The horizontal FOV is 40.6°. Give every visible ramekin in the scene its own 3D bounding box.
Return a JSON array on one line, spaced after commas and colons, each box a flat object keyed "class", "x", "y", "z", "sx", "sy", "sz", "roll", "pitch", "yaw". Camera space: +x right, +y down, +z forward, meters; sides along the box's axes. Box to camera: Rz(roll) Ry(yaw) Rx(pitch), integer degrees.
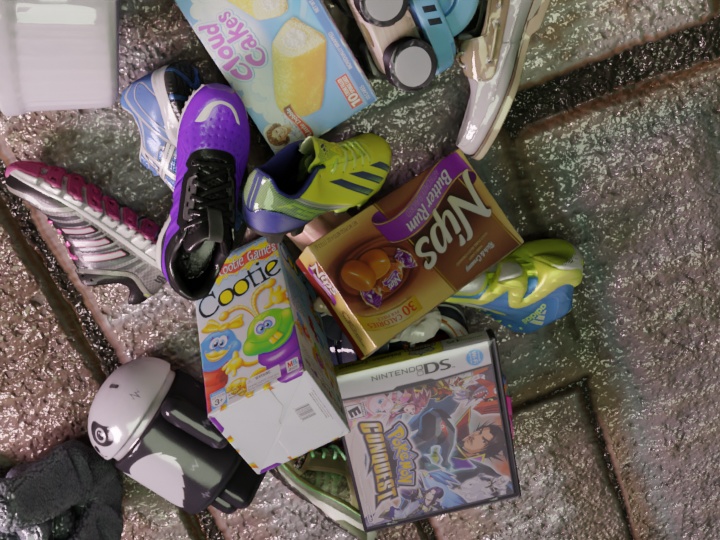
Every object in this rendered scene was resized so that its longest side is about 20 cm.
[{"class": "ramekin", "x": -0.255, "y": -0.232, "z": 0.825, "sx": 0.096, "sy": 0.201, "sz": 0.203, "roll": -1, "pitch": 115, "yaw": -14}]

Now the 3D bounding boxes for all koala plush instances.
[{"class": "koala plush", "x": -0.383, "y": 0.279, "z": 1.079, "sx": 0.198, "sy": 0.184, "sz": 0.179, "roll": -13, "pitch": 108, "yaw": 24}]

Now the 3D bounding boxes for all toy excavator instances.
[{"class": "toy excavator", "x": 0.070, "y": -0.291, "z": 0.892, "sx": 0.198, "sy": 0.100, "sz": 0.196, "roll": -30, "pitch": 115, "yaw": -6}]

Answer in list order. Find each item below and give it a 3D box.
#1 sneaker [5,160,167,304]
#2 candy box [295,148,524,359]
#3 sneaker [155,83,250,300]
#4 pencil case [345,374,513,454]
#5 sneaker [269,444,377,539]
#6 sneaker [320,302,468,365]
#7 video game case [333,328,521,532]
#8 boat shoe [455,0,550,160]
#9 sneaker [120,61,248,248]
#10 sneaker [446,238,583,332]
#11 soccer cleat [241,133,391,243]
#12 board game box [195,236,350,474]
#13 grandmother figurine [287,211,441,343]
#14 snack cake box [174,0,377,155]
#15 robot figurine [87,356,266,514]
[{"class": "sneaker", "x": -0.274, "y": -0.032, "z": 0.975, "sx": 0.199, "sy": 0.074, "sz": 0.088, "roll": 33, "pitch": 101, "yaw": -23}, {"class": "candy box", "x": 0.050, "y": -0.018, "z": 0.951, "sx": 0.199, "sy": 0.056, "sz": 0.117, "roll": -33, "pitch": 85, "yaw": -22}, {"class": "sneaker", "x": -0.135, "y": -0.062, "z": 0.880, "sx": 0.069, "sy": 0.100, "sz": 0.203, "roll": 6, "pitch": 114, "yaw": -21}, {"class": "pencil case", "x": 0.073, "y": 0.161, "z": 1.088, "sx": 0.197, "sy": 0.089, "sz": 0.090, "roll": -4, "pitch": 115, "yaw": -7}, {"class": "sneaker", "x": -0.041, "y": 0.230, "z": 1.135, "sx": 0.200, "sy": 0.077, "sz": 0.089, "roll": 43, "pitch": 73, "yaw": -19}, {"class": "sneaker", "x": 0.020, "y": 0.079, "z": 1.053, "sx": 0.197, "sy": 0.080, "sz": 0.079, "roll": -10, "pitch": 116, "yaw": 1}, {"class": "video game case", "x": 0.071, "y": 0.174, "z": 1.038, "sx": 0.178, "sy": 0.026, "sz": 0.203, "roll": -13, "pitch": 112, "yaw": -1}, {"class": "boat shoe", "x": 0.124, "y": -0.211, "z": 0.939, "sx": 0.067, "sy": 0.075, "sz": 0.203, "roll": 16, "pitch": 103, "yaw": -8}, {"class": "sneaker", "x": -0.168, "y": -0.108, "z": 0.964, "sx": 0.076, "sy": 0.076, "sz": 0.202, "roll": -5, "pitch": 120, "yaw": 25}, {"class": "sneaker", "x": 0.141, "y": 0.030, "z": 1.044, "sx": 0.197, "sy": 0.076, "sz": 0.106, "roll": -5, "pitch": 127, "yaw": 9}, {"class": "soccer cleat", "x": -0.032, "y": -0.095, "z": 0.917, "sx": 0.064, "sy": 0.199, "sz": 0.085, "roll": 33, "pitch": 133, "yaw": 25}, {"class": "board game box", "x": -0.093, "y": 0.077, "z": 0.962, "sx": 0.102, "sy": 0.201, "sz": 0.105, "roll": -25, "pitch": 131, "yaw": 7}, {"class": "grandmother figurine", "x": 0.000, "y": 0.000, "z": 0.988, "sx": 0.200, "sy": 0.061, "sz": 0.122, "roll": 42, "pitch": 98, "yaw": 1}, {"class": "snack cake box", "x": -0.083, "y": -0.221, "z": 0.913, "sx": 0.114, "sy": 0.067, "sz": 0.201, "roll": -31, "pitch": 113, "yaw": 8}, {"class": "robot figurine", "x": -0.196, "y": 0.182, "z": 1.047, "sx": 0.199, "sy": 0.125, "sz": 0.151, "roll": 36, "pitch": 109, "yaw": -13}]
